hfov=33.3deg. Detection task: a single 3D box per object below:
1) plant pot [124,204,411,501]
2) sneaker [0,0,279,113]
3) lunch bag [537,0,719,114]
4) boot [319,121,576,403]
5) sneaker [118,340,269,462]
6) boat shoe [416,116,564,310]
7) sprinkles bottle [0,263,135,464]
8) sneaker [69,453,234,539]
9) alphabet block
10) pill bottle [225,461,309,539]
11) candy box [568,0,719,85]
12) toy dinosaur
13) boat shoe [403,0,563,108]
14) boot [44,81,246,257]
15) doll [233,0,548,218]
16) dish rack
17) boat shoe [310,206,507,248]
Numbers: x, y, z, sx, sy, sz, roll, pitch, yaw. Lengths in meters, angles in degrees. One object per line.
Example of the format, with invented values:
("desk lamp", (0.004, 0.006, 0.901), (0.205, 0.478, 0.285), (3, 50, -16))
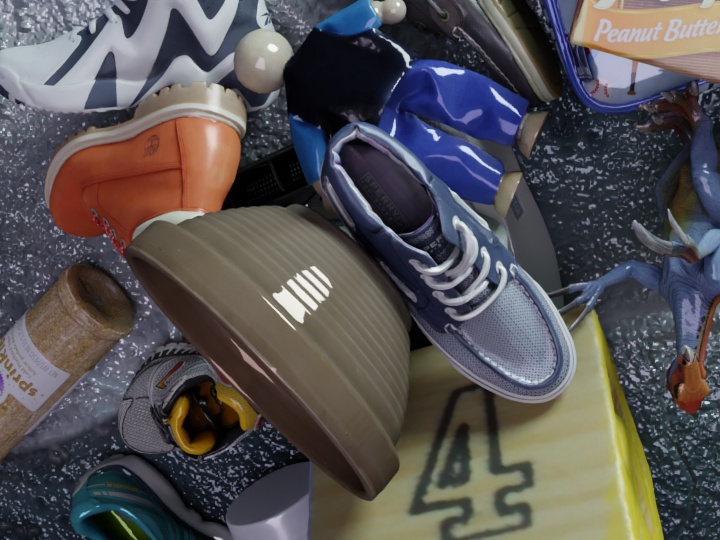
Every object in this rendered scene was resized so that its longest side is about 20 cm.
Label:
("plant pot", (-0.035, 0.030, 0.692), (0.093, 0.201, 0.201), (-45, 98, -13))
("sneaker", (-0.151, -0.175, 0.798), (0.196, 0.080, 0.132), (3, 108, 9))
("lunch bag", (0.197, -0.193, 0.735), (0.197, 0.076, 0.162), (-16, 103, 13))
("boot", (0.049, 0.001, 0.682), (0.200, 0.090, 0.073), (44, 90, 0))
("sneaker", (-0.122, 0.094, 0.860), (0.078, 0.082, 0.199), (51, 137, -10))
("boat shoe", (0.080, -0.023, 0.819), (0.068, 0.072, 0.202), (-12, 114, 35))
("sprinkles bottle", (-0.255, 0.083, 0.909), (0.068, 0.068, 0.200), (44, 109, -7))
("sneaker", (-0.145, 0.232, 0.934), (0.199, 0.080, 0.078), (39, 110, -5))
("alphabet block", (0.089, 0.172, 0.782), (0.197, 0.198, 0.196), (-15, 134, 14))
("pill bottle", (-0.022, 0.251, 0.902), (0.111, 0.112, 0.202), (-20, 105, 16))
("candy box", (0.227, -0.159, 0.672), (0.197, 0.055, 0.117), (17, 106, 5))
("toy dinosaur", (0.207, -0.014, 0.712), (0.197, 0.105, 0.184), (-12, 81, -9))
("boat shoe", (0.053, -0.182, 0.768), (0.066, 0.072, 0.202), (-34, 95, 24))
("boot", (-0.154, -0.041, 0.800), (0.199, 0.074, 0.109), (-20, 62, 45))
("doll", (0.010, -0.098, 0.748), (0.198, 0.048, 0.138), (24, 96, 7))
("dish rack", (-0.020, 0.005, 0.849), (0.152, 0.055, 0.202), (-22, 104, 17))
("boat shoe", (-0.001, 0.000, 0.786), (0.198, 0.070, 0.072), (-1, 118, 15))
